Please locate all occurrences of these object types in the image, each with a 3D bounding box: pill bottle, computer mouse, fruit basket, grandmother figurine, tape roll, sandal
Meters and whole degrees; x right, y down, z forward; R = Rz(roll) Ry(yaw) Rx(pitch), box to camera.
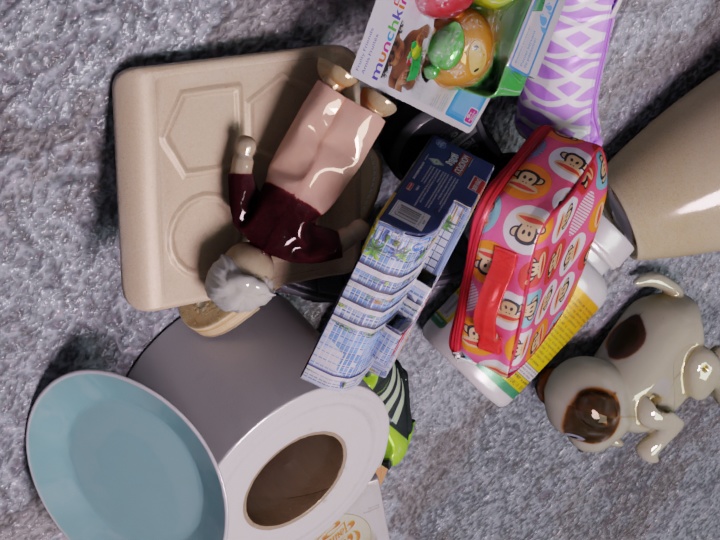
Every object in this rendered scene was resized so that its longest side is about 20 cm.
[{"bbox_3d":[0.164,0.024,1.689,0.200,0.113,0.113,-47,145,2],"label":"pill bottle"},{"bbox_3d":[0.065,-0.101,1.524,0.138,0.053,0.200,-35,152,1],"label":"computer mouse"},{"bbox_3d":[0.080,-0.210,1.351,0.200,0.093,0.186,18,94,-63],"label":"fruit basket"},{"bbox_3d":[-0.049,-0.053,1.327,0.200,0.121,0.061,-56,177,0],"label":"grandmother figurine"},{"bbox_3d":[-0.093,0.138,1.522,0.202,0.139,0.203,-26,140,-24],"label":"tape roll"},{"bbox_3d":[-0.074,-0.032,1.428,0.212,0.078,0.070,-42,147,6],"label":"sandal"}]

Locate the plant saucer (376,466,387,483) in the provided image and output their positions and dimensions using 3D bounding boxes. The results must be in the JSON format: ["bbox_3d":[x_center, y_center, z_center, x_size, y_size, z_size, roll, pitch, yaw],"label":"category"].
[{"bbox_3d":[-0.050,0.221,1.740,0.200,0.032,0.201,-27,141,-24],"label":"plant saucer"}]

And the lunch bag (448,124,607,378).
[{"bbox_3d":[0.140,-0.007,1.520,0.176,0.082,0.201,-50,157,-43],"label":"lunch bag"}]

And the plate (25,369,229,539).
[{"bbox_3d":[-0.185,0.167,1.427,0.026,0.200,0.201,-39,153,-53],"label":"plate"}]

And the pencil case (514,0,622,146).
[{"bbox_3d":[0.184,-0.195,1.516,0.084,0.085,0.201,-53,158,-40],"label":"pencil case"}]

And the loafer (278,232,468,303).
[{"bbox_3d":[0.000,0.000,1.527,0.199,0.072,0.063,-3,162,-24],"label":"loafer"}]

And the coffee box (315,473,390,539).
[{"bbox_3d":[-0.080,0.246,1.643,0.199,0.080,0.115,-19,127,-13],"label":"coffee box"}]

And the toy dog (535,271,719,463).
[{"bbox_3d":[0.290,0.119,1.893,0.199,0.139,0.195,-29,128,-21],"label":"toy dog"}]

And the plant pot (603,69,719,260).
[{"bbox_3d":[0.338,-0.093,1.713,0.199,0.188,0.188,-24,142,-5],"label":"plant pot"}]

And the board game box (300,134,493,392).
[{"bbox_3d":[0.022,0.018,1.400,0.200,0.061,0.200,-65,176,27],"label":"board game box"}]

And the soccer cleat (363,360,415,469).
[{"bbox_3d":[0.010,0.101,1.662,0.081,0.067,0.201,-59,147,-40],"label":"soccer cleat"}]

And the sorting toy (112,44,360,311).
[{"bbox_3d":[-0.094,-0.074,1.349,0.199,0.036,0.186,-10,109,-28],"label":"sorting toy"}]
